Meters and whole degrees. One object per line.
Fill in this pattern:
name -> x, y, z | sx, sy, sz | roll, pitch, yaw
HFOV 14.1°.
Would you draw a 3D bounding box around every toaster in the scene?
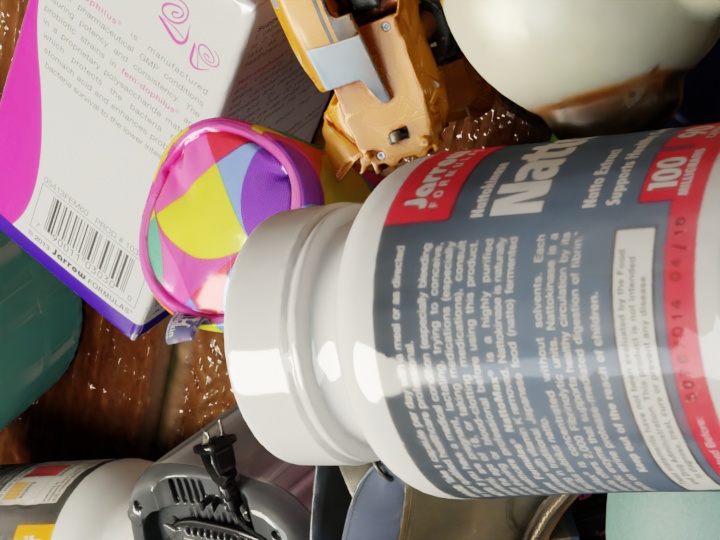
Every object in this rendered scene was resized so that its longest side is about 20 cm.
toaster -> -0.017, 0.125, 1.285 | 0.114, 0.129, 0.200 | 6, 122, 38

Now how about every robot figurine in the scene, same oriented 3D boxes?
robot figurine -> -0.012, -0.139, 1.075 | 0.058, 0.145, 0.200 | -20, 96, 20

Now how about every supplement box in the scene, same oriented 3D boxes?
supplement box -> -0.076, -0.086, 1.210 | 0.101, 0.103, 0.200 | 39, 138, 15

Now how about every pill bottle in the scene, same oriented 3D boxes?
pill bottle -> 0.060, 0.016, 0.966 | 0.200, 0.120, 0.120 | -5, 115, 32
pill bottle -> -0.136, 0.148, 1.396 | 0.200, 0.116, 0.116 | -6, 114, 40

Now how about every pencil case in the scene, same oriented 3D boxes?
pencil case -> 0.000, 0.000, 1.132 | 0.088, 0.200, 0.088 | -7, 77, 35

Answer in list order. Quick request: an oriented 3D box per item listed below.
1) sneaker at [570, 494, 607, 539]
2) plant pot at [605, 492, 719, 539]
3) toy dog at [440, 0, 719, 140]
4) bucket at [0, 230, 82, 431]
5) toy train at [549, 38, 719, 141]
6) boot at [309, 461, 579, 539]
sneaker -> 0.096, 0.121, 1.189 | 0.200, 0.077, 0.084 | 37, 129, 52
plant pot -> 0.172, 0.069, 1.055 | 0.200, 0.200, 0.134 | -51, 54, 48
toy dog -> 0.112, -0.125, 0.957 | 0.140, 0.194, 0.200 | 43, 130, -4
bucket -> -0.243, 0.016, 1.404 | 0.207, 0.135, 0.207 | 22, 130, 28
toy train -> 0.091, -0.077, 1.099 | 0.200, 0.085, 0.116 | 42, 155, 20
boot -> 0.035, 0.059, 1.093 | 0.075, 0.097, 0.200 | -112, 20, -43
